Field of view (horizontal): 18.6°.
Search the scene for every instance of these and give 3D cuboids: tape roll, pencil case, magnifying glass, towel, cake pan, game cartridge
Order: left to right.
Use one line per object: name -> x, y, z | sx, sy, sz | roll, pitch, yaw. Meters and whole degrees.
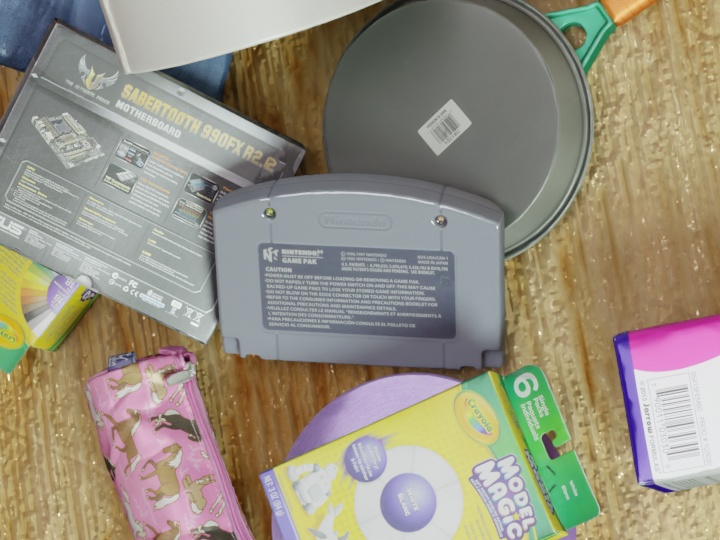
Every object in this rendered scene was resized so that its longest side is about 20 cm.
towel -> -0.187, -0.183, 1.573 | 0.200, 0.049, 0.112 | 16, 95, -13
pencil case -> -0.127, 0.154, 1.543 | 0.083, 0.087, 0.200 | -16, 76, -18
tape roll -> -0.083, -0.225, 1.460 | 0.202, 0.203, 0.139 | -15, 102, 15
game cartridge -> 0.000, 0.000, 1.507 | 0.199, 0.041, 0.133 | 3, 119, 10
tape roll -> 0.043, 0.172, 1.497 | 0.200, 0.066, 0.201 | -2, 82, 16
cake pan -> 0.061, -0.100, 1.526 | 0.200, 0.037, 0.201 | 1, 92, 20
magnifying glass -> 0.155, -0.166, 1.532 | 0.200, 0.022, 0.080 | -34, 74, 9

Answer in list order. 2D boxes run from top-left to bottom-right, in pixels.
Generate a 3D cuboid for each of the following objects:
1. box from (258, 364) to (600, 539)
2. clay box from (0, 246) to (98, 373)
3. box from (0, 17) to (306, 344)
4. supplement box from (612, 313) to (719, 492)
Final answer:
box -> 0.046, 0.148, 1.442 | 0.200, 0.048, 0.118 | -25, 77, 11
clay box -> -0.228, -0.033, 1.616 | 0.115, 0.048, 0.200 | 40, 95, 16
box -> -0.161, -0.062, 1.547 | 0.200, 0.048, 0.159 | 26, 95, -12
supplement box -> 0.276, 0.076, 1.419 | 0.200, 0.103, 0.101 | -11, 79, 16
